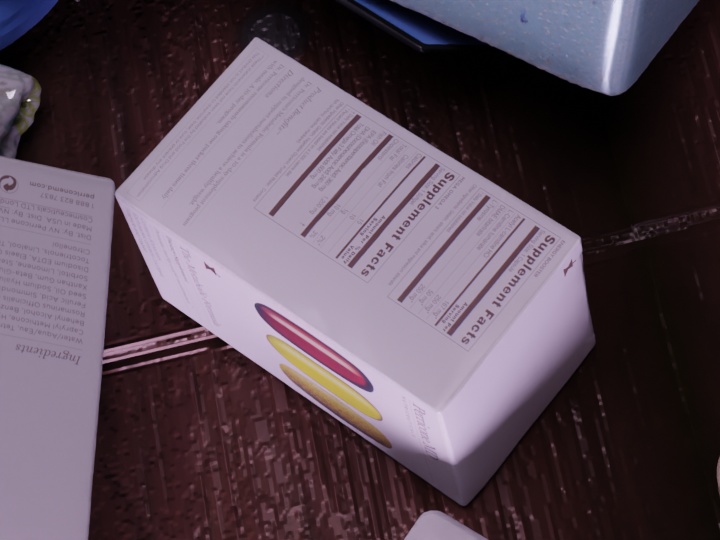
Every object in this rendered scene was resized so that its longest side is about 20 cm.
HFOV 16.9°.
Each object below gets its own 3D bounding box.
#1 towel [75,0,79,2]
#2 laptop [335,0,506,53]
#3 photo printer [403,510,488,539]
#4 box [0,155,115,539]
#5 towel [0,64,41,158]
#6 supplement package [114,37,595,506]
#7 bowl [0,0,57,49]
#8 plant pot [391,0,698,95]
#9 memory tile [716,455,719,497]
[{"bbox_3d":[-0.156,-0.252,1.267,0.192,0.035,0.200,30,80,33],"label":"towel"},{"bbox_3d":[0.033,-0.200,1.265,0.177,0.103,0.200,34,74,23],"label":"laptop"},{"bbox_3d":[0.068,0.221,1.062,0.200,0.070,0.167,30,72,23],"label":"photo printer"},{"bbox_3d":[-0.191,0.065,1.124,0.106,0.152,0.201,12,63,-20],"label":"box"},{"bbox_3d":[-0.284,-0.041,1.278,0.170,0.048,0.201,20,69,16],"label":"towel"},{"bbox_3d":[0.000,0.000,1.163,0.200,0.114,0.110,33,72,24],"label":"supplement package"},{"bbox_3d":[-0.253,-0.185,1.319,0.199,0.039,0.201,-2,49,2],"label":"bowl"},{"bbox_3d":[0.097,-0.245,1.172,0.196,0.201,0.196,26,45,16],"label":"plant pot"},{"bbox_3d":[0.270,0.126,1.103,0.153,0.017,0.200,-32,63,-6],"label":"memory tile"}]
